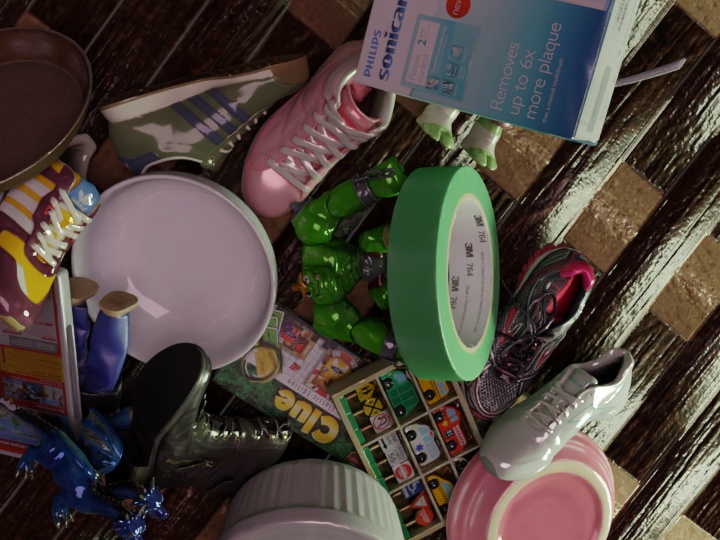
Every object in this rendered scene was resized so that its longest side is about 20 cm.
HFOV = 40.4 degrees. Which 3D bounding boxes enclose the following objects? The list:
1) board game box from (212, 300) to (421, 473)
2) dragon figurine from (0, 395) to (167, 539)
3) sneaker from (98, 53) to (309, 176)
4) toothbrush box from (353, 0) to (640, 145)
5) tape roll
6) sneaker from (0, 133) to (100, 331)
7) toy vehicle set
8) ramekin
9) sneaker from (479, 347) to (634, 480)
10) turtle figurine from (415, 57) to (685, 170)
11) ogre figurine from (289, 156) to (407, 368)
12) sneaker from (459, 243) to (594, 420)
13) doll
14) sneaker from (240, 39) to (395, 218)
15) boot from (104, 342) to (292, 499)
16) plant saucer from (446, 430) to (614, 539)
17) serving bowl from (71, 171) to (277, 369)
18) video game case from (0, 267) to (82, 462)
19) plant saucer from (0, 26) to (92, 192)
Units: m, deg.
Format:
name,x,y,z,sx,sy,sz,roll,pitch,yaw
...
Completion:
name,x,y,z,sx,sy,sz,roll,pitch,yaw
board game box,-0.042,0.122,1.015,0.200,0.023,0.105,33,97,-13
dragon figurine,-0.252,0.163,0.869,0.099,0.059,0.200,-35,87,31
sneaker,-0.140,-0.141,0.933,0.199,0.067,0.090,-15,111,-5
toothbrush box,0.112,-0.199,0.806,0.199,0.085,0.147,21,101,25
tape roll,0.083,0.003,0.921,0.048,0.200,0.201,0,102,23
sneaker,-0.273,-0.043,0.843,0.090,0.201,0.075,-16,144,9
toy vehicle set,0.059,0.178,1.018,0.124,0.027,0.201,-27,111,-7
ramekin,-0.048,0.275,0.974,0.201,0.094,0.203,0,128,0
sneaker,0.200,0.137,0.993,0.200,0.070,0.080,-30,148,-25
turtle figurine,0.156,-0.182,0.911,0.200,0.144,0.194,40,109,17
ogre figurine,0.000,0.000,0.944,0.119,0.098,0.201,-4,128,19
sneaker,0.168,0.064,1.007,0.080,0.075,0.201,26,97,-13
doll,-0.260,0.111,0.942,0.136,0.048,0.201,18,116,3
sneaker,-0.039,-0.129,0.923,0.075,0.105,0.200,36,94,-24
boot,-0.138,0.150,0.942,0.174,0.069,0.200,7,127,-40
plant saucer,0.190,0.262,1.041,0.200,0.051,0.202,-5,106,-19
serving bowl,-0.170,-0.005,0.936,0.199,0.066,0.201,4,113,9
video game case,-0.329,0.085,0.920,0.142,0.017,0.201,8,111,19
plant saucer,-0.326,-0.134,0.863,0.199,0.201,0.035,-21,143,-4
